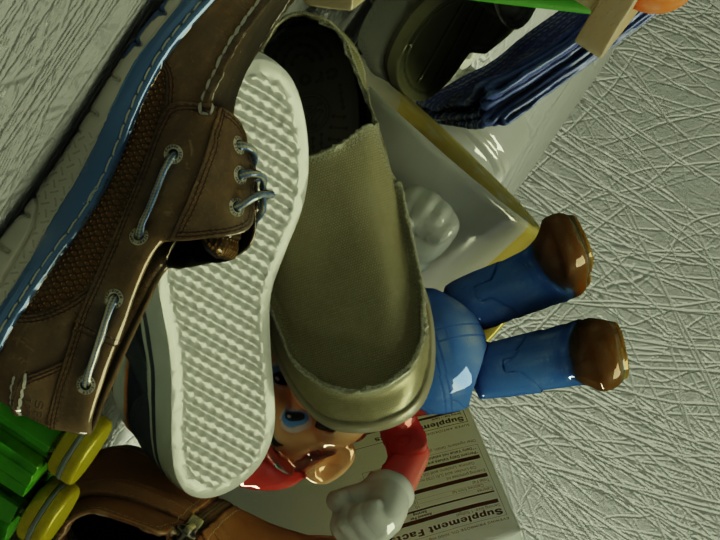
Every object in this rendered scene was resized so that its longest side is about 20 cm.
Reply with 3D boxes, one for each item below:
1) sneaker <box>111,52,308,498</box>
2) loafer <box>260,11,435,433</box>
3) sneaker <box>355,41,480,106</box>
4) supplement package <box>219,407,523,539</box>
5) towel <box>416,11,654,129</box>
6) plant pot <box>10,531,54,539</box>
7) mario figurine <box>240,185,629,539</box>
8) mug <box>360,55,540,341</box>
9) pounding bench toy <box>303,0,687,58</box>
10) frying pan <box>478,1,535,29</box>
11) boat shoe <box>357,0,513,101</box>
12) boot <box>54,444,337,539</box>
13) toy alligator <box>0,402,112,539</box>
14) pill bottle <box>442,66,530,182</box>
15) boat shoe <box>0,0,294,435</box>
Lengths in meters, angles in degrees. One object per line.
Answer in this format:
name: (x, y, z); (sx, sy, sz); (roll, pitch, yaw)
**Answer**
sneaker: (-0.075, -0.007, 1.127); (0.078, 0.079, 0.201); (-12, 124, -34)
loafer: (-0.018, -0.026, 1.167); (0.075, 0.201, 0.068); (-16, 154, 3)
sneaker: (0.018, -0.105, 1.474); (0.201, 0.066, 0.090); (-63, -167, -25)
supplement package: (0.000, 0.157, 1.442); (0.201, 0.146, 0.192); (-112, -171, -50)
towel: (0.099, -0.118, 1.331); (0.144, 0.024, 0.200); (-36, -173, -4)
plant pot: (-0.139, 0.201, 1.296); (0.201, 0.199, 0.190); (-58, -173, 19)
mario figurine: (0.018, 0.043, 1.206); (0.199, 0.124, 0.106); (-20, 133, -5)
mug: (-0.003, -0.001, 1.314); (0.153, 0.186, 0.149); (-48, -166, 6)
pounding bench toy: (0.079, -0.161, 1.147); (0.201, 0.155, 0.124); (-59, 174, 33)
frying pan: (0.071, -0.208, 1.259); (0.115, 0.031, 0.192); (-40, 133, -63)
boat shoe: (0.034, -0.140, 1.355); (0.075, 0.068, 0.200); (-59, 170, 21)
boot: (-0.045, 0.142, 1.166); (0.077, 0.200, 0.155); (-52, -177, 3)
toy alligator: (-0.142, 0.082, 1.086); (0.054, 0.059, 0.201); (-50, 172, -52)
pill bottle: (0.007, -0.024, 1.563); (0.201, 0.114, 0.114); (-55, 175, -14)
boat shoe: (-0.071, -0.030, 0.988); (0.201, 0.072, 0.072); (-57, 175, -4)
